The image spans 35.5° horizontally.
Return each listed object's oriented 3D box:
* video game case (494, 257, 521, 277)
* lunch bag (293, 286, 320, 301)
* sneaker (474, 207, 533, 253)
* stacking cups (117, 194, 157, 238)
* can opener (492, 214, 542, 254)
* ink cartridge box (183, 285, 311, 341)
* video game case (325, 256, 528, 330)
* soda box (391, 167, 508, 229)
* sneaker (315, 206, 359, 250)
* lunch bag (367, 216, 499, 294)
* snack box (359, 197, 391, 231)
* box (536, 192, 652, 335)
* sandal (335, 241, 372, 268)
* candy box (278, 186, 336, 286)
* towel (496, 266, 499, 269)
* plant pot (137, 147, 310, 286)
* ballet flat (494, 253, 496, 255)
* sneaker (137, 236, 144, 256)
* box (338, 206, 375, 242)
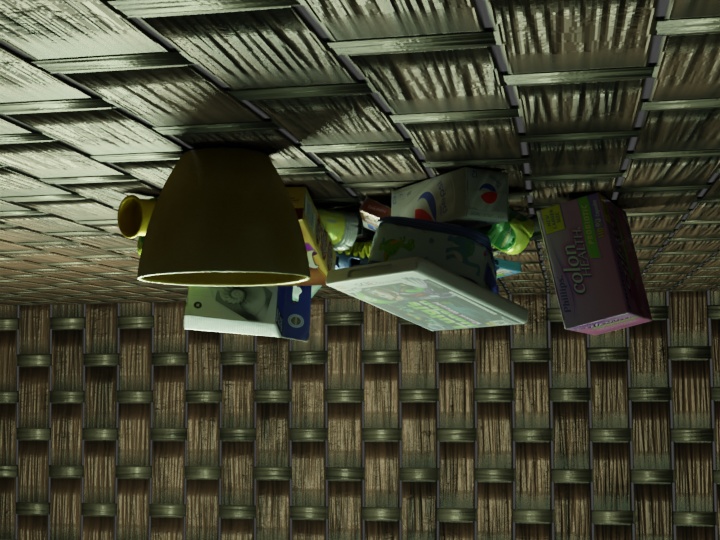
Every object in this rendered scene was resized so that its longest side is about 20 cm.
[{"bbox_3d":[0.148,-0.010,1.871,0.197,0.018,0.142,11,164,-32],"label":"video game case"},{"bbox_3d":[-0.149,-0.007,2.009,0.197,0.124,0.170,-11,169,19],"label":"lunch bag"},{"bbox_3d":[0.164,-0.072,1.607,0.083,0.075,0.199,39,161,-28],"label":"sneaker"},{"bbox_3d":[-0.258,-0.077,1.636,0.060,0.062,0.198,-5,178,40],"label":"stacking cups"},{"bbox_3d":[0.243,-0.065,1.737,0.197,0.080,0.063,-7,167,-28],"label":"can opener"},{"bbox_3d":[-0.172,0.014,1.784,0.196,0.202,0.041,6,140,-7],"label":"ink cartridge box"},{"bbox_3d":[0.084,0.034,1.432,0.198,0.024,0.181,24,161,-35],"label":"video game case"},{"bbox_3d":[0.113,-0.085,1.474,0.067,0.065,0.199,4,173,-27],"label":"soda box"},{"bbox_3d":[-0.096,-0.063,1.709,0.089,0.080,0.198,14,160,-41],"label":"sneaker"},{"bbox_3d":[0.101,-0.002,1.480,0.158,0.084,0.200,11,165,16],"label":"lunch bag"},{"bbox_3d":[0.092,-0.044,1.611,0.198,0.025,0.072,26,166,14],"label":"snack box"},{"bbox_3d":[0.350,-0.005,1.665,0.095,0.179,0.199,-16,168,23],"label":"box"},{"bbox_3d":[0.000,0.000,1.727,0.078,0.089,0.199,1,-179,-29],"label":"sandal"},{"bbox_3d":[-0.110,-0.044,1.594,0.115,0.057,0.201,-2,154,12],"label":"candy box"},{"bbox_3d":[0.105,0.000,1.817,0.197,0.024,0.144,5,167,-36],"label":"towel"},{"bbox_3d":[-0.156,-0.061,1.289,0.196,0.145,0.200,-1,175,0],"label":"plant pot"},{"bbox_3d":[0.194,-0.055,1.798,0.198,0.072,0.070,4,173,-40],"label":"ballet flat"},{"bbox_3d":[-0.243,-0.048,1.733,0.196,0.085,0.074,5,163,-7],"label":"sneaker"},{"bbox_3d":[-0.005,-0.063,1.798,0.157,0.047,0.198,5,173,-41],"label":"box"}]
